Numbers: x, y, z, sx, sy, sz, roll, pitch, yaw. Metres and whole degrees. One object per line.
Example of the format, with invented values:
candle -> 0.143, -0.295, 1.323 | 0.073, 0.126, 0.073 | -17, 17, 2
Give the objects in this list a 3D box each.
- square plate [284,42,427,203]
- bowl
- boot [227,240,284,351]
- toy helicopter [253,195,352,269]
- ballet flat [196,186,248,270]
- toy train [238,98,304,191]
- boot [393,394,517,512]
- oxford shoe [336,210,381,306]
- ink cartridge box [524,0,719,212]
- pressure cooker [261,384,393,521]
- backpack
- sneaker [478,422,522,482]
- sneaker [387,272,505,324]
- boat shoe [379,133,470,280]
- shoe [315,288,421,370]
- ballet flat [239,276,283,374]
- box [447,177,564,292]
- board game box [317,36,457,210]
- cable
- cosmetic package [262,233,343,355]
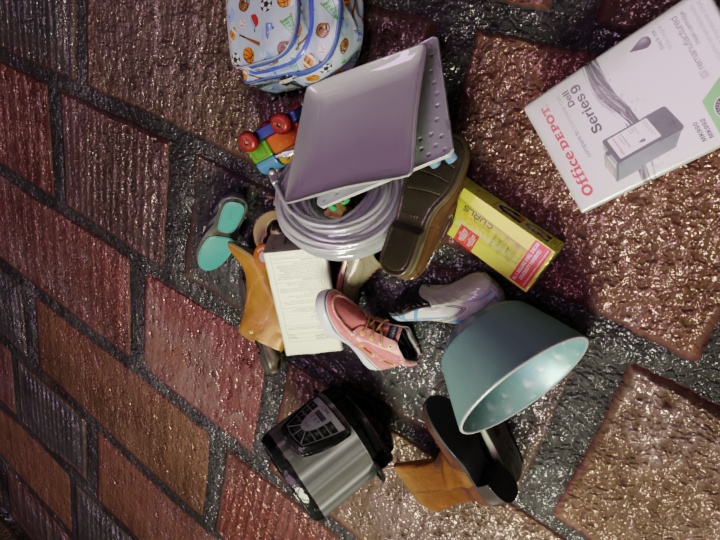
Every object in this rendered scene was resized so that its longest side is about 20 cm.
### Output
square plate -> -0.004, -0.187, 0.716 | 0.199, 0.028, 0.199 | -7, 65, 34
bowl -> 0.187, 0.117, 0.723 | 0.105, 0.200, 0.201 | 54, 130, 32
boot -> -0.198, 0.049, 1.008 | 0.201, 0.071, 0.144 | 33, 98, 15
toy helicopter -> -0.103, -0.084, 0.934 | 0.199, 0.079, 0.133 | -16, 87, 27
ballet flat -> -0.265, -0.085, 1.045 | 0.073, 0.073, 0.200 | 47, 129, 14
toy train -> -0.090, -0.210, 0.874 | 0.200, 0.085, 0.116 | -19, 110, 29
boot -> 0.116, 0.286, 0.833 | 0.188, 0.069, 0.200 | 45, 143, -5
oxford shoe -> 0.000, 0.000, 0.878 | 0.074, 0.071, 0.201 | 5, 127, 1
ink cartridge box -> 0.306, -0.173, 0.589 | 0.200, 0.084, 0.146 | -31, 86, 39
pressure cooker -> -0.050, 0.300, 0.938 | 0.176, 0.200, 0.179 | 58, 162, -2
backpack -> -0.093, -0.358, 0.779 | 0.190, 0.154, 0.201 | 1, 103, 25
sneaker -> 0.162, 0.241, 0.837 | 0.106, 0.075, 0.201 | -19, 95, 39
sneaker -> 0.123, 0.054, 0.810 | 0.200, 0.072, 0.073 | -14, 124, 44
boat shoe -> 0.091, -0.082, 0.724 | 0.072, 0.068, 0.200 | 34, 101, 33
shoe -> 0.017, 0.091, 0.852 | 0.091, 0.072, 0.200 | -10, 136, 33
ballet flat -> -0.195, 0.106, 1.072 | 0.067, 0.046, 0.201 | -23, 86, 69
box -> 0.171, -0.062, 0.744 | 0.200, 0.050, 0.075 | 40, 124, 18
board game box -> 0.029, -0.195, 0.732 | 0.199, 0.026, 0.201 | -18, 59, 29
cable -> -0.027, -0.105, 0.792 | 0.199, 0.069, 0.201 | -15, 62, 4
cosmetic package -> -0.090, 0.039, 0.905 | 0.105, 0.071, 0.201 | -5, 118, 3
